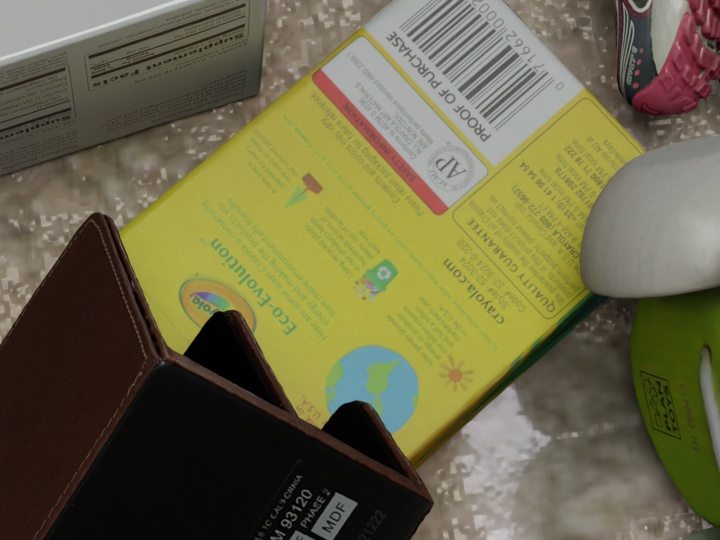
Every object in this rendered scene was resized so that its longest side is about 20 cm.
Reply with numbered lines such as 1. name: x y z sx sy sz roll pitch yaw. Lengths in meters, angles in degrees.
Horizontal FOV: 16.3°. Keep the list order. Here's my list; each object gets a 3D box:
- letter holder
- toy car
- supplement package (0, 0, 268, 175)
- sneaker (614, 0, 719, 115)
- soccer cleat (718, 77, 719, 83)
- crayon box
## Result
1. letter holder: -0.088 0.102 0.789 0.100 0.142 0.201 29 101 -24
2. toy car: 0.171 0.037 0.798 0.149 0.200 0.176 -20 102 -24
3. supplement package: -0.150 -0.118 0.864 0.199 0.111 0.157 -19 76 -10
4. sneaker: 0.088 -0.146 0.912 0.074 0.081 0.202 -13 67 10
5. soccer cleat: 0.199 -0.132 0.917 0.073 0.068 0.201 32 72 -1
6. crayon box: 0.000 0.000 0.870 0.200 0.051 0.127 -40 80 -14
